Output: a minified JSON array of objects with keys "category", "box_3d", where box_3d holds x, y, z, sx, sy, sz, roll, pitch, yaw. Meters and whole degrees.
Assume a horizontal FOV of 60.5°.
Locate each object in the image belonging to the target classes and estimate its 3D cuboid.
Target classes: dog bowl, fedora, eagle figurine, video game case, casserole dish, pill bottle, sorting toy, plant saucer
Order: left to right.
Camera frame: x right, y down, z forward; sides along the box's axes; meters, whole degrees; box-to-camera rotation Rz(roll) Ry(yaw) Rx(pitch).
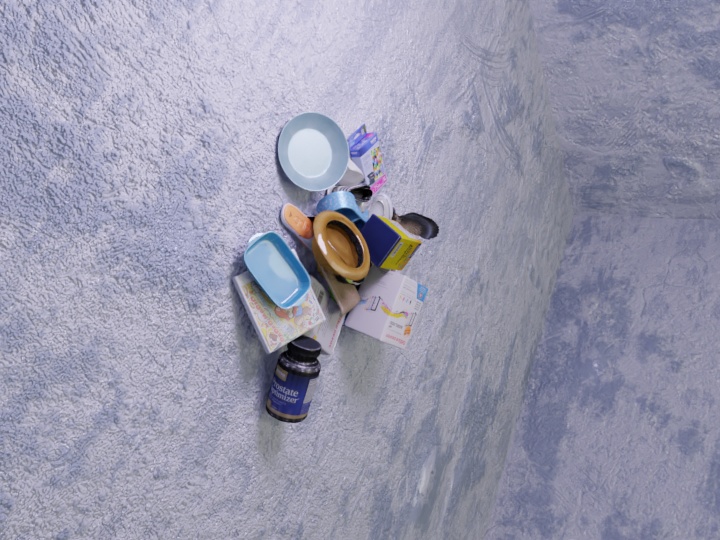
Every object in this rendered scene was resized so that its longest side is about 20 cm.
[{"category":"casserole dish","box_3d":[-0.204,0.001,1.475,0.121,0.039,0.200,-45,108,-33]},{"category":"video game case","box_3d":[-0.194,0.072,1.505,0.182,0.023,0.201,-29,99,-35]},{"category":"pill bottle","box_3d":[-0.164,0.271,1.556,0.112,0.111,0.201,-6,116,-57]},{"category":"plant saucer","box_3d":[-0.125,-0.306,1.599,0.200,0.039,0.202,-2,95,-28]},{"category":"fedora","box_3d":[-0.064,-0.054,1.600,0.200,0.082,0.201,27,47,-33]},{"category":"sorting toy","box_3d":[-0.068,0.019,1.704,0.201,0.036,0.185,69,16,-2]},{"category":"dog bowl","box_3d":[-0.042,-0.145,1.719,0.200,0.111,0.050,42,26,-56]},{"category":"eagle figurine","box_3d":[0.135,-0.141,1.992,0.199,0.152,0.151,-16,152,-40]}]

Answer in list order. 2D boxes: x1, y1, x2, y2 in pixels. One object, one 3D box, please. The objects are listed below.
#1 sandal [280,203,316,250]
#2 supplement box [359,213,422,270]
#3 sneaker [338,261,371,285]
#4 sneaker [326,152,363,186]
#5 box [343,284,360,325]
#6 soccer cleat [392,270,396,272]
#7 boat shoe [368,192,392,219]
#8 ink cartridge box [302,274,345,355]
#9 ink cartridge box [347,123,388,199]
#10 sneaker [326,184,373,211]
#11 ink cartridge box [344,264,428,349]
[{"category":"sandal","box_3d":[-0.135,-0.111,1.639,0.207,0.059,0.080,36,64,-54]},{"category":"supplement box","box_3d":[0.078,-0.078,1.778,0.110,0.109,0.200,-53,159,13]},{"category":"sneaker","box_3d":[0.000,0.000,1.732,0.072,0.082,0.200,69,16,-1]},{"category":"sneaker","box_3d":[-0.052,-0.307,1.745,0.200,0.075,0.089,38,31,-63]},{"category":"box","box_3d":[-0.030,0.064,1.847,0.121,0.032,0.201,9,89,-53]},{"category":"soccer cleat","box_3d":[0.065,0.031,1.950,0.200,0.077,0.070,-58,141,-40]},{"category":"boat shoe","box_3d":[0.036,-0.132,1.862,0.086,0.074,0.203,-37,150,-52]},{"category":"ink cartridge box","box_3d":[-0.135,0.120,1.649,0.200,0.084,0.145,47,56,-49]},{"category":"ink cartridge box","box_3d":[0.023,-0.332,1.879,0.119,0.042,0.201,-50,132,-43]},{"category":"sneaker","box_3d":[0.000,-0.203,1.785,0.200,0.115,0.076,5,89,-58]},{"category":"ink cartridge box","box_3d":[0.078,0.110,1.833,0.147,0.144,0.201,28,83,-51]}]
